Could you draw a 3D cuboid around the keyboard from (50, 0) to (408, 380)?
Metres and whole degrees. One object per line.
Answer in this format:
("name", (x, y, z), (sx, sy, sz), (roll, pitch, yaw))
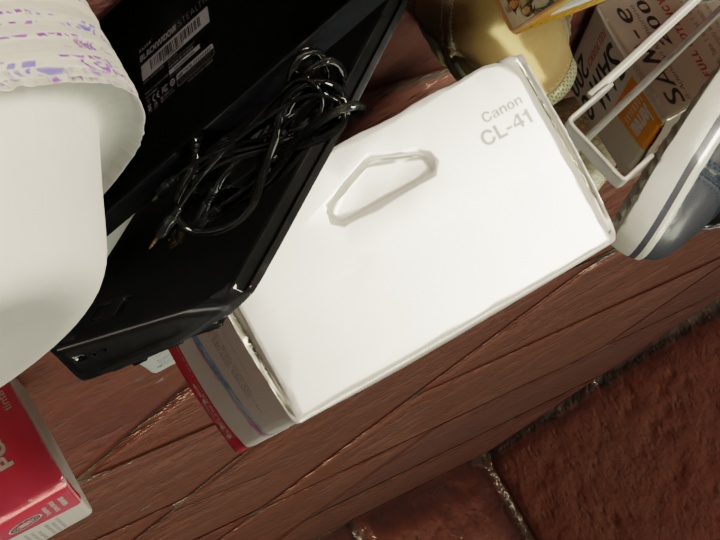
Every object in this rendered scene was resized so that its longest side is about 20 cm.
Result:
("keyboard", (-0.057, -0.028, 0.753), (0.127, 0.021, 0.200), (-16, -152, 30))

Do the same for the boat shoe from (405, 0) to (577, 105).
("boat shoe", (0.060, -0.100, 0.855), (0.072, 0.076, 0.200), (-31, 170, 6))

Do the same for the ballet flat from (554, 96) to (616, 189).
("ballet flat", (0.066, -0.036, 1.244), (0.200, 0.068, 0.062), (-36, 159, 30))

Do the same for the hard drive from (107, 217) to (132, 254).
("hard drive", (-0.116, -0.013, 0.936), (0.200, 0.026, 0.132), (-28, 170, -13))

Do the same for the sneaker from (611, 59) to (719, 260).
("sneaker", (0.185, -0.071, 0.914), (0.200, 0.079, 0.078), (-53, 177, -21))

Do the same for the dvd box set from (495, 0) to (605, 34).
("dvd box set", (0.151, -0.146, 0.719), (0.146, 0.029, 0.200), (-25, 178, -34))

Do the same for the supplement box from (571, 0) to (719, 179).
("supplement box", (0.216, -0.137, 1.134), (0.200, 0.074, 0.126), (-29, 171, -8))

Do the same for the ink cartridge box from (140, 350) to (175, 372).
("ink cartridge box", (-0.037, -0.016, 1.077), (0.196, 0.043, 0.200), (-28, 173, -3))

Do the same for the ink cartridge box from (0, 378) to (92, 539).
("ink cartridge box", (-0.251, 0.135, 1.113), (0.200, 0.084, 0.145), (-30, 170, -8))

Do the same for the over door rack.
("over door rack", (0.128, -0.112, 0.927), (0.200, 0.067, 0.148), (-55, 176, -14))

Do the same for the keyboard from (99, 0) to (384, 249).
("keyboard", (-0.044, -0.056, 0.684), (0.040, 0.104, 0.200), (18, 139, -39))

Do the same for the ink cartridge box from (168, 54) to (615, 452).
("ink cartridge box", (0.000, 0.000, 0.864), (0.147, 0.086, 0.200), (-30, 180, -11))

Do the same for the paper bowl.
("paper bowl", (-0.154, -0.008, 0.616), (0.200, 0.105, 0.201), (-29, 169, -6))
